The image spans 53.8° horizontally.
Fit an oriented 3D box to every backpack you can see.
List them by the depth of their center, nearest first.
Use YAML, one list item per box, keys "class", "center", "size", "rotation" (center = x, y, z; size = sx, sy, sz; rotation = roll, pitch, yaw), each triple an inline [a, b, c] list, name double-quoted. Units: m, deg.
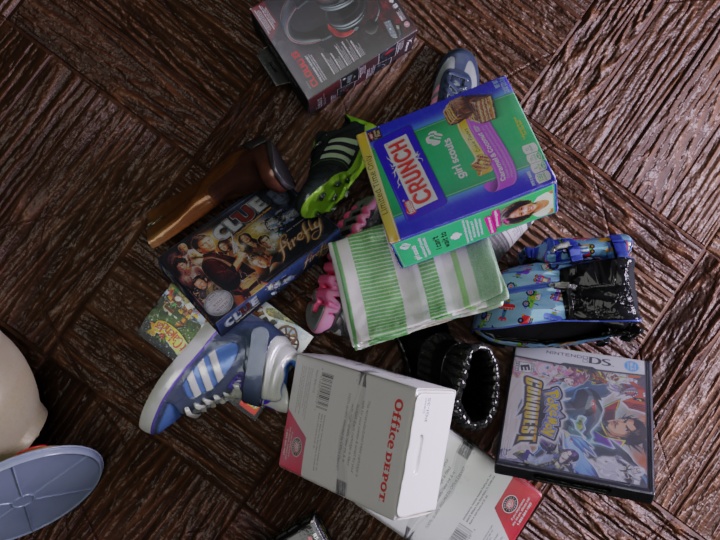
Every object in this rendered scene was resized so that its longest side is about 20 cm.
- class: "backpack"
  center: [0.238, 0.033, 0.911]
  size: [0.197, 0.183, 0.136]
  rotation: [-5, 82, 6]

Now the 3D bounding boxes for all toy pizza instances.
- class: "toy pizza"
  center: [-0.416, 0.269, 0.866]
  size: [0.199, 0.201, 0.032]
  rotation: [-35, 61, -4]

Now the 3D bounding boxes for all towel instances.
- class: "towel"
  center: [0.067, 0.000, 0.872]
  size: [0.198, 0.023, 0.154]
  rotation: [-19, 68, 9]

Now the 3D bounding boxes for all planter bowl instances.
- class: "planter bowl"
  center: [-0.481, 0.181, 0.877]
  size: [0.200, 0.200, 0.135]
  rotation: [-43, 115, -4]

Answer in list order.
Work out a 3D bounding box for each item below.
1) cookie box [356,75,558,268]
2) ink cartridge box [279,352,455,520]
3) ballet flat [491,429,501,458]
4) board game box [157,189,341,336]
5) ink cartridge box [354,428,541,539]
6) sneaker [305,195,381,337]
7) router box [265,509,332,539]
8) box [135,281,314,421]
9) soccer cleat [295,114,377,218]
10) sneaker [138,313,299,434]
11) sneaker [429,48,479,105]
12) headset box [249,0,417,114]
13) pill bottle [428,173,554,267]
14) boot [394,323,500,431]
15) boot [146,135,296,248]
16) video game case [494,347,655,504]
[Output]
- class: "cookie box"
  center: [0.112, -0.118, 0.853]
  size: [0.198, 0.075, 0.173]
  rotation: [-21, 60, 7]
- class: "ink cartridge box"
  center: [0.004, 0.192, 0.850]
  size: [0.199, 0.082, 0.148]
  rotation: [9, 89, 43]
- class: "ballet flat"
  center: [0.254, 0.201, 0.947]
  size: [0.198, 0.067, 0.069]
  rotation: [-17, 101, -13]
- class: "board game box"
  center: [-0.142, -0.025, 0.915]
  size: [0.200, 0.035, 0.135]
  rotation: [-39, 61, -20]
- class: "ink cartridge box"
  center: [0.109, 0.289, 0.929]
  size: [0.199, 0.084, 0.145]
  rotation: [34, 86, 1]
- class: "sneaker"
  center: [0.000, 0.000, 0.963]
  size: [0.095, 0.079, 0.202]
  rotation: [23, 86, -21]
- class: "router box"
  center: [-0.076, 0.441, 0.921]
  size: [0.149, 0.062, 0.201]
  rotation: [-29, 87, -3]
- class: "box"
  center: [-0.180, 0.086, 0.957]
  size: [0.199, 0.038, 0.137]
  rotation: [35, 85, 1]
- class: "soccer cleat"
  center: [-0.040, -0.139, 0.936]
  size: [0.081, 0.068, 0.200]
  rotation: [29, 48, 11]
- class: "sneaker"
  center: [-0.165, 0.154, 0.891]
  size: [0.146, 0.081, 0.201]
  rotation: [35, 79, 6]
- class: "sneaker"
  center: [0.127, -0.215, 0.969]
  size: [0.069, 0.082, 0.203]
  rotation: [10, 85, 0]
- class: "headset box"
  center: [-0.045, -0.324, 0.974]
  size: [0.199, 0.075, 0.150]
  rotation: [-33, 88, -4]
- class: "pill bottle"
  center: [0.160, -0.070, 0.944]
  size: [0.113, 0.113, 0.200]
  rotation: [43, 85, 2]
- class: "boot"
  center: [0.100, 0.088, 0.895]
  size: [0.079, 0.158, 0.213]
  rotation: [-19, 94, -15]
- class: "boot"
  center: [-0.189, -0.097, 0.903]
  size: [0.199, 0.188, 0.069]
  rotation: [-32, 122, -6]
- class: "video game case"
  center: [0.271, 0.180, 0.888]
  size: [0.179, 0.026, 0.201]
  rotation: [7, 43, 15]
